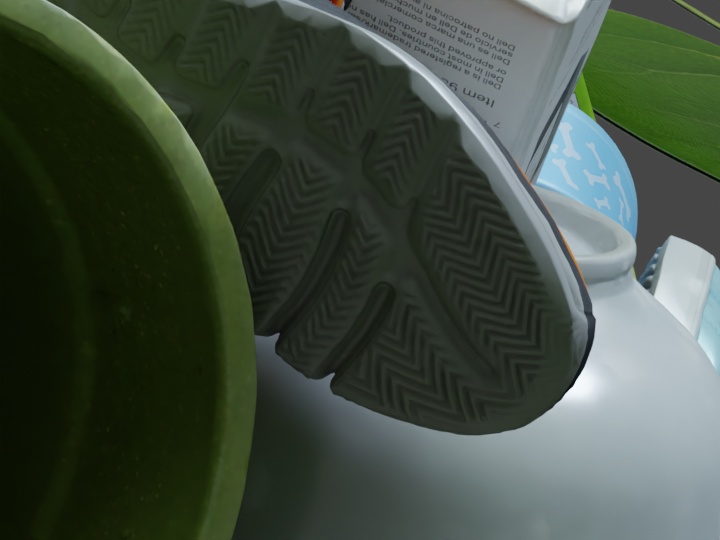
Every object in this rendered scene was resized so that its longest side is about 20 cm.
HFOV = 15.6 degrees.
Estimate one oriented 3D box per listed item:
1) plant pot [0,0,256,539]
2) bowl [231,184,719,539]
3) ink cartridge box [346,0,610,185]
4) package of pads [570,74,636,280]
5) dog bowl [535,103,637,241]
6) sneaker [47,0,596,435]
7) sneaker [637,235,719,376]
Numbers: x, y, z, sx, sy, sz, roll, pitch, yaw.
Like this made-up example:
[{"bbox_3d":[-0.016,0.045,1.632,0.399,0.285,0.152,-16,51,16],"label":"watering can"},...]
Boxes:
[{"bbox_3d":[-0.156,0.018,0.596,0.199,0.201,0.190,10,5,-36],"label":"plant pot"},{"bbox_3d":[0.017,0.025,0.692,0.200,0.091,0.201,12,14,-3],"label":"bowl"},{"bbox_3d":[-0.007,-0.075,0.776,0.145,0.084,0.200,28,-30,5],"label":"ink cartridge box"},{"bbox_3d":[0.057,-0.048,1.162,0.068,0.155,0.200,-19,21,-5],"label":"package of pads"},{"bbox_3d":[0.000,0.000,0.919,0.199,0.112,0.050,-5,31,2],"label":"dog bowl"},{"bbox_3d":[-0.011,-0.048,0.624,0.200,0.078,0.112,43,27,12],"label":"sneaker"},{"bbox_3d":[0.112,0.075,0.857,0.082,0.074,0.201,21,46,-7],"label":"sneaker"}]
